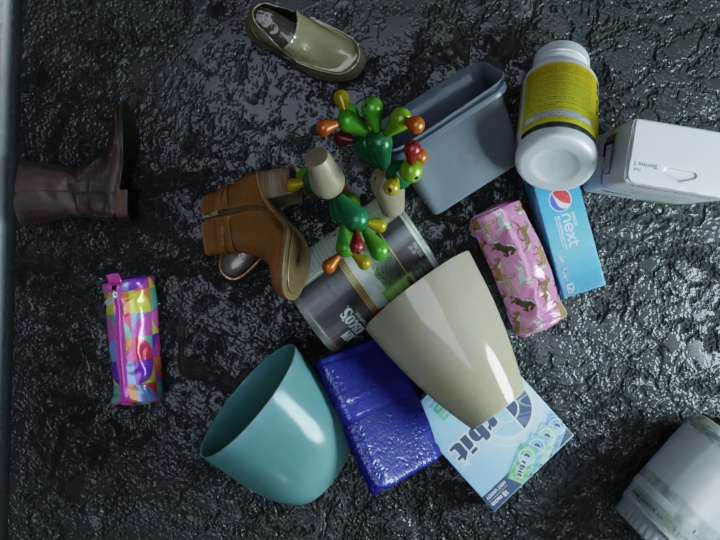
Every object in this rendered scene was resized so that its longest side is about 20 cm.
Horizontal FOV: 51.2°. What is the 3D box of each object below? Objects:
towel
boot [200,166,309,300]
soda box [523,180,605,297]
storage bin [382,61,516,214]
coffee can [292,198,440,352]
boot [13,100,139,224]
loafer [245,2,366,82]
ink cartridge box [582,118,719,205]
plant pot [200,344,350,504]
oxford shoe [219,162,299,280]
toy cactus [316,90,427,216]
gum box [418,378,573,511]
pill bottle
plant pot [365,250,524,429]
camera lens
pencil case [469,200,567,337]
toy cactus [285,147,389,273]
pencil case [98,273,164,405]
[{"bbox_3d":[0.024,0.204,1.087,0.146,0.049,0.204,-15,75,-40],"label":"towel"},{"bbox_3d":[-0.153,-0.040,1.053,0.151,0.074,0.205,-14,62,18],"label":"boot"},{"bbox_3d":[0.302,-0.068,1.126,0.066,0.064,0.205,-16,92,2],"label":"soda box"},{"bbox_3d":[0.132,-0.189,1.102,0.197,0.146,0.136,-31,118,2],"label":"storage bin"},{"bbox_3d":[0.000,0.000,1.097,0.198,0.146,0.148,-36,91,3],"label":"coffee can"},{"bbox_3d":[-0.444,-0.165,1.152,0.194,0.064,0.192,1,90,7],"label":"boot"},{"bbox_3d":[-0.086,-0.342,1.126,0.196,0.067,0.078,19,93,1],"label":"loafer"},{"bbox_3d":[0.412,-0.147,1.051,0.141,0.200,0.086,9,93,1],"label":"ink cartridge box"},{"bbox_3d":[-0.107,0.238,1.091,0.161,0.201,0.201,43,93,-14],"label":"plant pot"},{"bbox_3d":[-0.159,-0.077,1.135,0.070,0.073,0.203,29,93,1],"label":"oxford shoe"},{"bbox_3d":[0.023,-0.138,0.964,0.101,0.199,0.167,-34,133,-21],"label":"toy cactus"},{"bbox_3d":[0.195,0.231,1.149,0.170,0.045,0.200,-43,90,3],"label":"gum box"},{"bbox_3d":[0.280,-0.224,1.062,0.110,0.113,0.204,12,58,1],"label":"pill bottle"},{"bbox_3d":[0.136,0.111,1.057,0.186,0.187,0.202,-36,79,3],"label":"plant pot"},{"bbox_3d":[0.490,0.324,1.086,0.160,0.160,0.201,42,93,0],"label":"camera lens"},{"bbox_3d":[0.234,-0.002,1.122,0.081,0.086,0.204,-24,90,-17],"label":"pencil case"},{"bbox_3d":[-0.041,-0.090,0.972,0.101,0.166,0.202,-30,54,-3],"label":"toy cactus"},{"bbox_3d":[-0.348,0.104,1.145,0.086,0.088,0.206,-6,93,2],"label":"pencil case"}]
